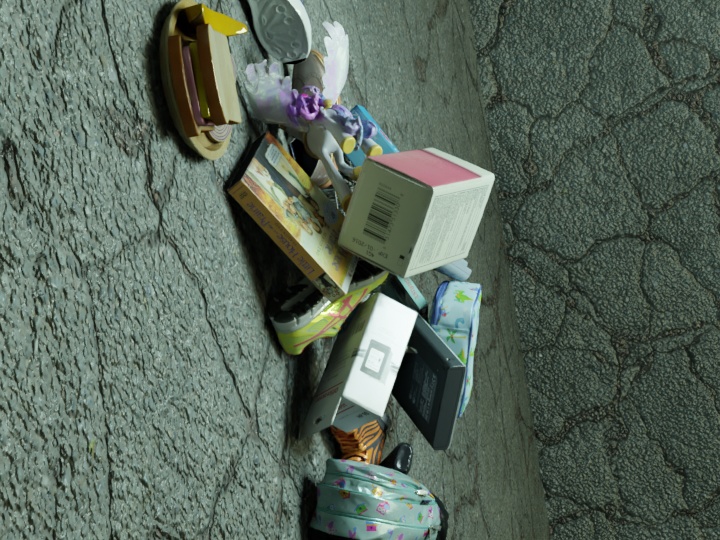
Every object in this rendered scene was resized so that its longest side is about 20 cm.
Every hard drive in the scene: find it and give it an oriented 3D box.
[{"bbox_3d":[0.093,0.159,1.865,0.200,0.033,0.141,-131,-135,-57],"label":"hard drive"}]

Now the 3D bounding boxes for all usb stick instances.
[{"bbox_3d":[0.041,0.305,1.846,0.200,0.032,0.056,118,-7,-64],"label":"usb stick"}]

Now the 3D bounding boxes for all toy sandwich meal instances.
[{"bbox_3d":[-0.167,-0.222,1.409,0.205,0.070,0.207,-7,90,-75],"label":"toy sandwich meal"}]

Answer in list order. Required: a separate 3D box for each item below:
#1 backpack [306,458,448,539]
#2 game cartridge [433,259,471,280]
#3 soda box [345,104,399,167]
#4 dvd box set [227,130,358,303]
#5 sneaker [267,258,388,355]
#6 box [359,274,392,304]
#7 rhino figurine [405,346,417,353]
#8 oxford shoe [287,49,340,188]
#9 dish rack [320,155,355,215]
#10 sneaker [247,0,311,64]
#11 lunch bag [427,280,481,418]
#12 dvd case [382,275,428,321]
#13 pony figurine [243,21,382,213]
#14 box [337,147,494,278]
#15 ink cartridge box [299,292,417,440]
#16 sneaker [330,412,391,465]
[{"bbox_3d":[0.014,0.329,1.685,0.200,0.166,0.128,25,67,-54],"label":"backpack"},{"bbox_3d":[0.072,-0.046,1.992,0.133,0.199,0.042,24,91,-45],"label":"game cartridge"},{"bbox_3d":[0.038,-0.152,1.863,0.200,0.064,0.068,52,9,2],"label":"soda box"},{"bbox_3d":[-0.079,-0.070,1.585,0.200,0.029,0.147,48,28,-17],"label":"dvd box set"},{"bbox_3d":[-0.042,0.043,1.655,0.199,0.078,0.091,-30,134,-29],"label":"sneaker"},{"bbox_3d":[0.000,0.000,1.805,0.160,0.049,0.200,-60,165,7],"label":"box"},{"bbox_3d":[0.037,0.118,1.883,0.200,0.059,0.088,138,-48,-59],"label":"rhino figurine"},{"bbox_3d":[-0.071,-0.220,1.777,0.073,0.071,0.202,-9,92,-70],"label":"oxford shoe"},{"bbox_3d":[-0.034,-0.095,1.887,0.153,0.054,0.202,18,64,-75],"label":"dish rack"},{"bbox_3d":[-0.110,-0.401,1.686,0.201,0.080,0.147,61,30,-42],"label":"sneaker"},{"bbox_3d":[0.145,0.123,1.963,0.161,0.082,0.201,-53,150,-70],"label":"lunch bag"},{"bbox_3d":[0.068,0.072,2.027,0.146,0.022,0.201,55,-19,36],"label":"dvd case"},{"bbox_3d":[-0.056,-0.202,1.629,0.200,0.166,0.194,46,-29,36],"label":"pony figurine"},{"bbox_3d":[0.076,-0.081,1.633,0.200,0.109,0.129,-17,129,-60],"label":"box"},{"bbox_3d":[-0.003,0.143,1.663,0.116,0.066,0.201,-35,-149,60],"label":"ink cartridge box"},{"bbox_3d":[-0.008,0.247,1.779,0.200,0.077,0.113,39,54,-57],"label":"sneaker"}]
